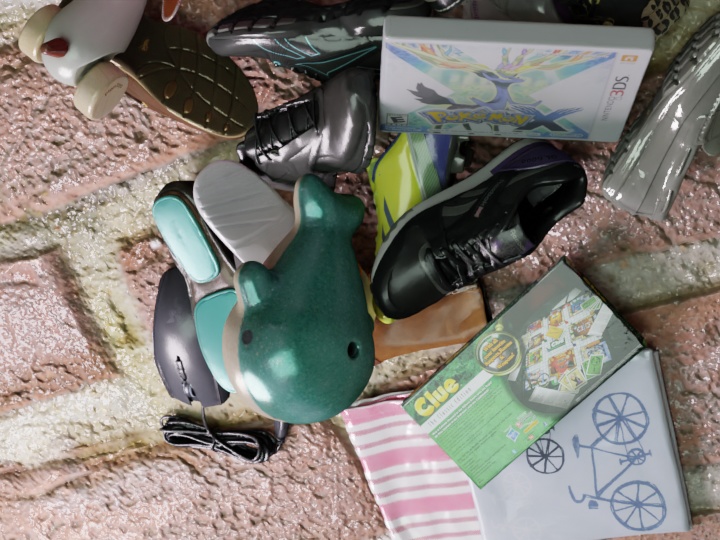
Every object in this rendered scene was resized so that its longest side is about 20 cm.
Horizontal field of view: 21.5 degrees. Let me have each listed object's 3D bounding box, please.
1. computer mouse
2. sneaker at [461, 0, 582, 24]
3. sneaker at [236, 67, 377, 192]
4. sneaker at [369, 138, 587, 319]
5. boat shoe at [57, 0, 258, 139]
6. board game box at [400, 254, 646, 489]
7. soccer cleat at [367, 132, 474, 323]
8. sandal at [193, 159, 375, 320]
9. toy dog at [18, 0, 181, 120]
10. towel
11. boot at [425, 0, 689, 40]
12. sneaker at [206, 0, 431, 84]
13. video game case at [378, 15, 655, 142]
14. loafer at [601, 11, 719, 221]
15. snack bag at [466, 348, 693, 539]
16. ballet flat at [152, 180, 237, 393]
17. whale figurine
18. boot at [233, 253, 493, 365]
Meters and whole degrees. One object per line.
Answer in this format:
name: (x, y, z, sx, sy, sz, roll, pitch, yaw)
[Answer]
computer mouse: (-0.134, 0.099, 1.775, 0.139, 0.046, 0.201, 12, 120, 18)
sneaker: (0.101, -0.223, 1.493, 0.099, 0.075, 0.201, -31, 101, 31)
sneaker: (-0.045, -0.109, 1.558, 0.090, 0.077, 0.200, 7, 157, -20)
sneaker: (0.095, -0.030, 1.527, 0.200, 0.088, 0.076, -41, 116, -3)
boat shoe: (-0.173, -0.174, 1.642, 0.199, 0.072, 0.068, 31, 166, 9)
board game box: (0.139, 0.089, 1.628, 0.105, 0.023, 0.200, 45, 111, -5)
soccer cleat: (0.038, -0.056, 1.596, 0.083, 0.065, 0.202, 19, 104, 11)
sandal: (-0.066, -0.015, 1.618, 0.079, 0.059, 0.207, -43, 105, -9)
toy dog: (-0.207, -0.227, 1.560, 0.131, 0.096, 0.201, 19, 91, 9)
towel: (0.074, 0.201, 1.752, 0.145, 0.030, 0.201, -10, 111, 27)
boot: (0.152, -0.213, 1.419, 0.154, 0.203, 0.073, 57, 156, -18)
sneaker: (-0.035, -0.183, 1.571, 0.198, 0.075, 0.080, 1, 118, 23)
video game case: (0.114, -0.144, 1.459, 0.198, 0.022, 0.182, 3, 162, 0)
loafer: (0.263, -0.122, 1.488, 0.069, 0.070, 0.201, 27, 128, -5)
snack bag: (0.182, 0.163, 1.679, 0.198, 0.021, 0.190, -9, 114, 16)
ballet flat: (-0.124, 0.009, 1.708, 0.068, 0.068, 0.201, -12, 104, 27)
whale figurine: (-0.032, 0.025, 1.540, 0.103, 0.202, 0.159, 5, 164, 44)
boot: (0.000, 0.000, 1.660, 0.199, 0.068, 0.190, -19, 95, 23)
